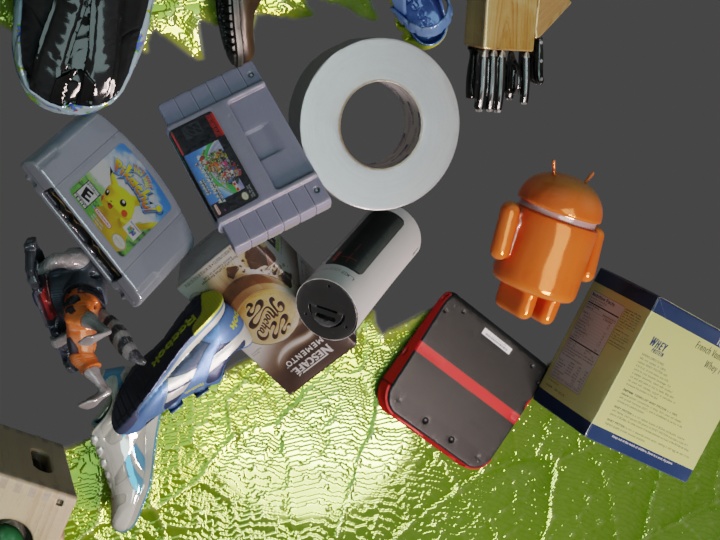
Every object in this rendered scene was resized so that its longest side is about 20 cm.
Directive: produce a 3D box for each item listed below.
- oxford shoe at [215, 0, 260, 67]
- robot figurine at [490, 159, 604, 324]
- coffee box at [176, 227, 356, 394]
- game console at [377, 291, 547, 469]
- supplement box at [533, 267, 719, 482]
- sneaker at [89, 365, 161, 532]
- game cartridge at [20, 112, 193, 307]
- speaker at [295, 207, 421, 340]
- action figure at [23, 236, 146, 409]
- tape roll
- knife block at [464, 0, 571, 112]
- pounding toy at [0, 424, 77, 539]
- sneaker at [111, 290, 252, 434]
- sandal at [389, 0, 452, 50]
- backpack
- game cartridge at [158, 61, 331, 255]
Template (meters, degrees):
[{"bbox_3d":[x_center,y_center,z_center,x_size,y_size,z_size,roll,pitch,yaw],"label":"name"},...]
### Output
[{"bbox_3d":[-0.119,-0.330,1.453,0.083,0.073,0.203,-1,104,-21],"label":"oxford shoe"},{"bbox_3d":[0.239,-0.037,1.634,0.142,0.117,0.202,19,99,5],"label":"robot figurine"},{"bbox_3d":[-0.109,0.036,1.532,0.113,0.080,0.200,-38,114,17],"label":"coffee box"},{"bbox_3d":[0.134,0.150,1.697,0.199,0.031,0.178,37,84,-25],"label":"game console"},{"bbox_3d":[0.376,0.138,1.709,0.199,0.134,0.202,25,95,-29],"label":"supplement box"},{"bbox_3d":[-0.286,0.212,1.542,0.080,0.076,0.203,6,95,-14],"label":"sneaker"},{"bbox_3d":[-0.275,-0.075,1.442,0.201,0.040,0.134,53,40,-16],"label":"game cartridge"},{"bbox_3d":[0.000,0.000,1.514,0.080,0.200,0.082,13,123,21],"label":"speaker"},{"bbox_3d":[-0.305,0.056,1.443,0.103,0.195,0.201,-16,140,-9],"label":"action figure"},{"bbox_3d":[0.015,-0.175,1.536,0.197,0.066,0.203,-3,99,-16],"label":"tape roll"},{"bbox_3d":[0.158,-0.302,1.562,0.176,0.064,0.200,-45,114,-4],"label":"knife block"},{"bbox_3d":[-0.388,0.308,1.457,0.141,0.200,0.186,22,96,-23],"label":"pounding toy"},{"bbox_3d":[-0.204,0.120,1.474,0.200,0.074,0.082,-46,125,6],"label":"sneaker"},{"bbox_3d":[0.047,-0.343,1.502,0.079,0.087,0.200,-44,112,-2],"label":"sandal"},{"bbox_3d":[-0.300,-0.266,1.380,0.161,0.153,0.203,7,80,-23],"label":"backpack"},{"bbox_3d":[-0.134,-0.130,1.460,0.129,0.038,0.201,-26,73,-14],"label":"game cartridge"}]
